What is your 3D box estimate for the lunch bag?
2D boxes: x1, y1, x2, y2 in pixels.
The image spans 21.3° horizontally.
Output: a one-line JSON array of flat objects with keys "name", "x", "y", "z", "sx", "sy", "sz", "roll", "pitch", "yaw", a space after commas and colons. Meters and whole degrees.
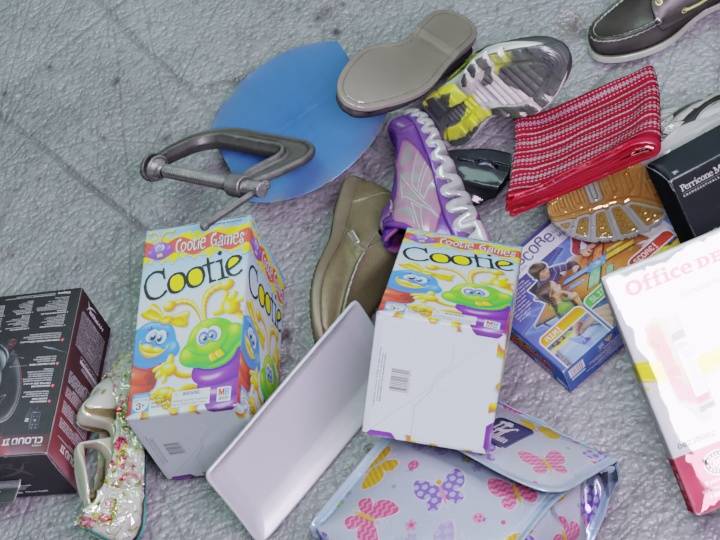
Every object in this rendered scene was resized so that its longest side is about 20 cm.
[{"name": "lunch bag", "x": 0.086, "y": 0.190, "z": 1.526, "sx": 0.169, "sy": 0.128, "sz": 0.200, "roll": 27, "pitch": 61, "yaw": 34}]

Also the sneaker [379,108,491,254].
[{"name": "sneaker", "x": 0.052, "y": -0.059, "z": 1.703, "sx": 0.088, "sy": 0.081, "sz": 0.201, "roll": -24, "pitch": 52, "yaw": 2}]

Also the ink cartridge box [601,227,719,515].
[{"name": "ink cartridge box", "x": 0.288, "y": 0.071, "z": 1.499, "sx": 0.144, "sy": 0.083, "sz": 0.202, "roll": -22, "pitch": 83, "yaw": 6}]

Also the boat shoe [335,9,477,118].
[{"name": "boat shoe", "x": 0.041, "y": -0.181, "z": 1.815, "sx": 0.072, "sy": 0.063, "sz": 0.200, "roll": 37, "pitch": 44, "yaw": 15}]

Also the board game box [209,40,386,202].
[{"name": "board game box", "x": -0.057, "y": -0.135, "z": 1.880, "sx": 0.157, "sy": 0.039, "sz": 0.200, "roll": -34, "pitch": 45, "yaw": 2}]

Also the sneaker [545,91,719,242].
[{"name": "sneaker", "x": 0.251, "y": -0.091, "z": 1.670, "sx": 0.198, "sy": 0.076, "sz": 0.088, "roll": -22, "pitch": 32, "yaw": 0}]

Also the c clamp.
[{"name": "c clamp", "x": -0.135, "y": -0.098, "z": 1.792, "sx": 0.170, "sy": 0.027, "sz": 0.199, "roll": -28, "pitch": 28, "yaw": -30}]

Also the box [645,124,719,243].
[{"name": "box", "x": 0.359, "y": -0.068, "z": 1.590, "sx": 0.199, "sy": 0.142, "sz": 0.079, "roll": -28, "pitch": 18, "yaw": -1}]

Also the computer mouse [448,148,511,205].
[{"name": "computer mouse", "x": 0.142, "y": -0.094, "z": 1.749, "sx": 0.198, "sy": 0.034, "sz": 0.059, "roll": -5, "pitch": 42, "yaw": 30}]

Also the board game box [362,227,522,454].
[{"name": "board game box", "x": 0.069, "y": 0.052, "z": 1.551, "sx": 0.102, "sy": 0.106, "sz": 0.200, "roll": 9, "pitch": 22, "yaw": 5}]

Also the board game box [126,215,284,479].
[{"name": "board game box", "x": -0.134, "y": 0.067, "z": 1.704, "sx": 0.102, "sy": 0.105, "sz": 0.201, "roll": -9, "pitch": 53, "yaw": 14}]

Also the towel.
[{"name": "towel", "x": 0.194, "y": -0.118, "z": 1.673, "sx": 0.144, "sy": 0.023, "sz": 0.200, "roll": -22, "pitch": 20, "yaw": 17}]

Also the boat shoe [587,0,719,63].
[{"name": "boat shoe", "x": 0.301, "y": -0.266, "z": 1.820, "sx": 0.200, "sy": 0.061, "sz": 0.072, "roll": -28, "pitch": 50, "yaw": 0}]

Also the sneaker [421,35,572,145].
[{"name": "sneaker", "x": 0.131, "y": -0.185, "z": 1.772, "sx": 0.199, "sy": 0.075, "sz": 0.085, "roll": -20, "pitch": 27, "yaw": 55}]

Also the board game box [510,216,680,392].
[{"name": "board game box", "x": 0.210, "y": -0.003, "z": 1.675, "sx": 0.200, "sy": 0.035, "sz": 0.135, "roll": -39, "pitch": 50, "yaw": -10}]

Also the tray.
[{"name": "tray", "x": -0.050, "y": 0.127, "z": 1.637, "sx": 0.022, "sy": 0.108, "sz": 0.200, "roll": 24, "pitch": 66, "yaw": 43}]

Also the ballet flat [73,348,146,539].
[{"name": "ballet flat", "x": -0.221, "y": 0.150, "z": 1.703, "sx": 0.063, "sy": 0.076, "sz": 0.201, "roll": 13, "pitch": 49, "yaw": -20}]

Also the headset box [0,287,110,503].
[{"name": "headset box", "x": -0.324, "y": 0.124, "z": 1.765, "sx": 0.147, "sy": 0.075, "sz": 0.201, "roll": -7, "pitch": 53, "yaw": 17}]

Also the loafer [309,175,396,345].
[{"name": "loafer", "x": 0.000, "y": 0.000, "z": 1.729, "sx": 0.067, "sy": 0.076, "sz": 0.202, "roll": 3, "pitch": 60, "yaw": 13}]
